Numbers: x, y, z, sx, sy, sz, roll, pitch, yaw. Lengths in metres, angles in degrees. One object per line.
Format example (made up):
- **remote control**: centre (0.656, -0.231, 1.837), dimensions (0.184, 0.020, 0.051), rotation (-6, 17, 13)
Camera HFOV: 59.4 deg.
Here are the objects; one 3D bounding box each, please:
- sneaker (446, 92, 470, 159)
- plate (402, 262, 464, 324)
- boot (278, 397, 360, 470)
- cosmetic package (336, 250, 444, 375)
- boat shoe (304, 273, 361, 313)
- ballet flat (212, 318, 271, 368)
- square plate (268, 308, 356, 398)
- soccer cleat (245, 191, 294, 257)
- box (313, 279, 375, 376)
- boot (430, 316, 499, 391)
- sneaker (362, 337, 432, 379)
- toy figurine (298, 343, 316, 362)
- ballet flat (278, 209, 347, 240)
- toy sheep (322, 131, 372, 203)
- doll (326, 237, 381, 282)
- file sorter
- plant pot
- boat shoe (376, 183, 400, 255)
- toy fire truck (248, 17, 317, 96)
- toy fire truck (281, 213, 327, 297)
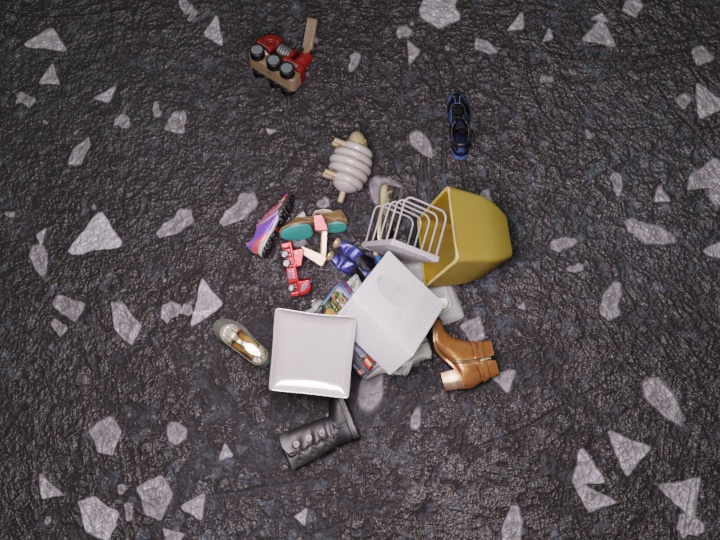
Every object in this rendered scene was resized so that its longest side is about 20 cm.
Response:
- **sneaker**: centre (0.283, -0.424, 1.795), dimensions (0.068, 0.078, 0.207), rotation (-5, 74, 3)
- **plate**: centre (0.159, 0.059, 1.694), dimensions (0.194, 0.032, 0.205), rotation (-18, 74, 0)
- **boot**: centre (-0.118, 0.390, 1.612), dimensions (0.195, 0.066, 0.169), rotation (-25, 72, 2)
- **cosmetic package**: centre (0.072, 0.103, 1.551), dimensions (0.199, 0.123, 0.200), rotation (42, 47, 1)
- **boat shoe**: centre (-0.080, 0.082, 1.677), dimensions (0.198, 0.074, 0.066), rotation (-28, 80, 5)
- **ballet flat**: centre (-0.318, 0.186, 1.681), dimensions (0.197, 0.064, 0.068), rotation (34, 79, 13)
- **square plate**: centre (-0.113, 0.195, 1.496), dimensions (0.193, 0.028, 0.205), rotation (6, 101, -2)
- **soccer cleat**: centre (-0.251, -0.138, 1.768), dimensions (0.071, 0.068, 0.204), rotation (22, 78, 18)
- **box**: centre (-0.021, 0.143, 1.589), dimensions (0.201, 0.037, 0.137), rotation (51, 42, -13)
- **boot**: centre (0.264, 0.199, 1.622), dimensions (0.150, 0.077, 0.206), rotation (-15, 74, 0)
- **sneaker**: centre (0.097, 0.239, 1.627), dimensions (0.196, 0.073, 0.072), rotation (-28, 73, -2)
- **toy figurine**: centre (-0.138, 0.200, 1.600), dimensions (0.194, 0.185, 0.154), rotation (-20, 73, -1)
- **ballet flat**: centre (-0.132, -0.135, 1.761), dimensions (0.193, 0.069, 0.074), rotation (-11, 53, 1)
- **toy sheep**: centre (-0.032, -0.288, 1.760), dimensions (0.134, 0.138, 0.206), rotation (18, 91, 10)
- **doll**: centre (0.000, 0.000, 1.708), dimensions (0.197, 0.048, 0.139), rotation (33, 96, 18)
- **file sorter**: centre (0.112, -0.101, 1.608), dimensions (0.135, 0.199, 0.129), rotation (19, 83, -21)
- **plant pot**: centre (0.280, -0.075, 1.638), dimensions (0.194, 0.194, 0.202), rotation (4, 68, -20)
- **boat shoe**: centre (0.079, -0.143, 1.736), dimensions (0.062, 0.073, 0.207), rotation (1, 76, 8)
- **toy fire truck**: centre (-0.218, -0.661, 1.891), dimensions (0.173, 0.130, 0.202), rotation (32, 67, 13)
- **toy fire truck**: centre (-0.143, -0.040, 1.706), dimensions (0.136, 0.049, 0.207), rotation (-11, 96, -1)
